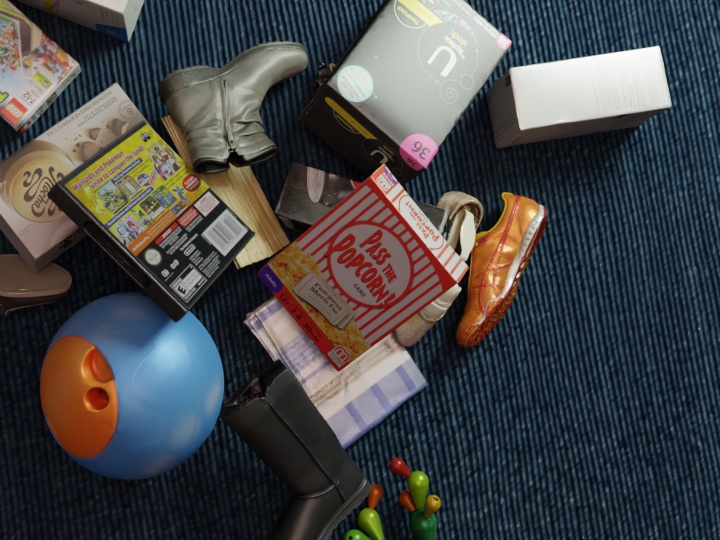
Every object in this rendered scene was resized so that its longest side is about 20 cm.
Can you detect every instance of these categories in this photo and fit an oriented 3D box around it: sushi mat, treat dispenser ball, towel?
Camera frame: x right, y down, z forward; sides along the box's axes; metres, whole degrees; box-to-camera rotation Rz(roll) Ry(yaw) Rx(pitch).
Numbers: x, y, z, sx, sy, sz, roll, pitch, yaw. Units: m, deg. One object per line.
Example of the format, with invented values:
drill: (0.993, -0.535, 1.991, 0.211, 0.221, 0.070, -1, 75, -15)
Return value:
sushi mat: (-0.159, -0.103, 1.381, 0.095, 0.012, 0.202, -26, 88, -52)
treat dispenser ball: (-0.249, 0.125, 1.274, 0.198, 0.201, 0.204, 1, 84, -9)
towel: (-0.029, 0.097, 1.402, 0.146, 0.024, 0.201, -36, 92, -13)

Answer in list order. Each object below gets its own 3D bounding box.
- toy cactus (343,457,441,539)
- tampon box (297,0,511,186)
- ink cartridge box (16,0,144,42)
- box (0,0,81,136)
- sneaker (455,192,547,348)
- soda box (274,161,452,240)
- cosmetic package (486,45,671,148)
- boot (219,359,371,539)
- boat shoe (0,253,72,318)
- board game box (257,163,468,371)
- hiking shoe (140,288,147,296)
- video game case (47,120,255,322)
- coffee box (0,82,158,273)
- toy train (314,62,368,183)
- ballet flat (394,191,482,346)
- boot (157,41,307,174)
toy cactus: (0.058, 0.337, 1.364, 0.164, 0.102, 0.202, 26, 72, -15)
tampon box: (0.051, -0.223, 1.373, 0.149, 0.126, 0.201, 38, 69, -9)
ink cartridge box: (-0.355, -0.343, 1.350, 0.198, 0.116, 0.068, 19, 82, -6)
box: (-0.439, -0.266, 1.370, 0.200, 0.035, 0.110, 41, 80, -3)
sneaker: (0.159, 0.001, 1.428, 0.076, 0.073, 0.202, 23, 76, 16)
soda box: (0.004, -0.062, 1.370, 0.198, 0.063, 0.072, 18, 82, 14)
cosmetic package: (0.265, -0.212, 1.435, 0.197, 0.113, 0.082, -11, 86, -8)
boot: (-0.094, 0.225, 1.316, 0.165, 0.065, 0.201, -46, 123, -21)
boat shoe: (-0.433, 0.028, 1.340, 0.197, 0.073, 0.063, -2, 128, -15)
board game box: (0.000, 0.000, 1.320, 0.200, 0.046, 0.152, -39, 94, 31)
hiking shoe: (-0.206, -0.037, 1.306, 0.085, 0.201, 0.075, 0, 120, -8)
video game case: (-0.215, -0.058, 1.239, 0.181, 0.200, 0.025, 46, 119, -7)
coffee box: (-0.325, -0.106, 1.334, 0.199, 0.080, 0.113, -38, 90, -20)
toy train: (-0.003, -0.164, 1.427, 0.045, 0.034, 0.202, -23, 88, -14)
ballet flat: (0.096, -0.003, 1.399, 0.068, 0.067, 0.202, 26, 78, -38)
boot: (-0.129, -0.184, 1.365, 0.198, 0.068, 0.132, -22, 72, -25)
